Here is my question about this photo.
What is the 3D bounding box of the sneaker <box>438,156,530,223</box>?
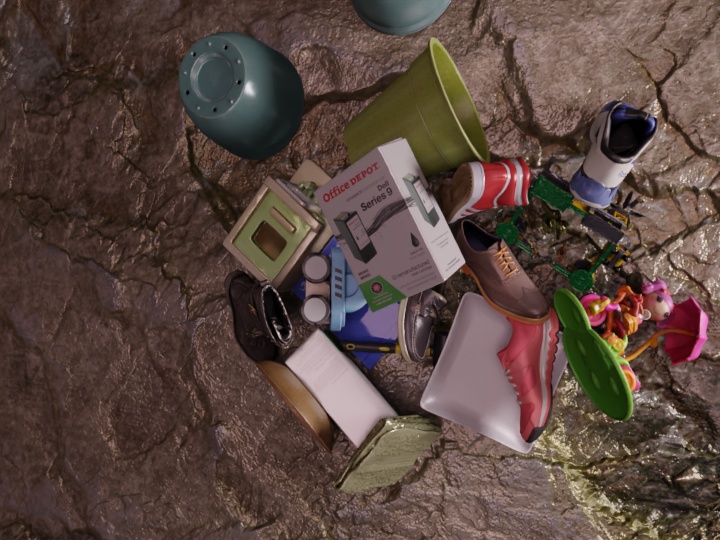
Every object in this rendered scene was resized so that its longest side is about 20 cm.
[{"bbox_3d":[0.186,-0.119,0.806,0.109,0.200,0.073,-7,87,-7],"label":"sneaker"}]

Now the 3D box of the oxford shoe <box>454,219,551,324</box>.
[{"bbox_3d":[0.211,0.001,0.812,0.070,0.074,0.200,-32,56,-19],"label":"oxford shoe"}]

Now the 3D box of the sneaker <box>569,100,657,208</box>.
[{"bbox_3d":[0.367,-0.188,0.738,0.079,0.116,0.201,28,56,9],"label":"sneaker"}]

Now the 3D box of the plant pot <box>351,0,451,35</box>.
[{"bbox_3d":[0.056,-0.505,0.843,0.194,0.134,0.207,0,92,15],"label":"plant pot"}]

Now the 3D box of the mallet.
[{"bbox_3d":[0.068,0.122,0.893,0.194,0.041,0.068,11,95,1],"label":"mallet"}]

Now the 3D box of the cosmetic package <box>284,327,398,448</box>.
[{"bbox_3d":[-0.029,0.202,0.899,0.085,0.108,0.200,-43,83,-4],"label":"cosmetic package"}]

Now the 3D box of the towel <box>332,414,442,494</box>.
[{"bbox_3d":[0.048,0.293,0.847,0.036,0.198,0.150,44,103,33],"label":"towel"}]

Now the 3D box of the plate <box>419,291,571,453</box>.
[{"bbox_3d":[0.218,0.163,0.857,0.195,0.032,0.205,23,94,0],"label":"plate"}]

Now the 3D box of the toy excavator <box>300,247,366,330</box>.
[{"bbox_3d":[0.000,0.000,0.881,0.194,0.100,0.201,2,83,-6],"label":"toy excavator"}]

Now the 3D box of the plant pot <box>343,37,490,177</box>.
[{"bbox_3d":[0.078,-0.219,0.836,0.187,0.199,0.205,-23,86,27],"label":"plant pot"}]

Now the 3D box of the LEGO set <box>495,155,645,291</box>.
[{"bbox_3d":[0.318,-0.079,0.821,0.197,0.116,0.157,28,128,16],"label":"LEGO set"}]

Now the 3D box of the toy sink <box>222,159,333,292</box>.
[{"bbox_3d":[-0.120,-0.082,0.917,0.130,0.112,0.201,41,101,9],"label":"toy sink"}]

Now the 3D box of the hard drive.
[{"bbox_3d":[-0.012,0.055,0.937,0.200,0.025,0.133,44,102,10],"label":"hard drive"}]

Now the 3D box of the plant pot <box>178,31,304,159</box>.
[{"bbox_3d":[-0.215,-0.307,0.910,0.195,0.161,0.207,0,92,15],"label":"plant pot"}]

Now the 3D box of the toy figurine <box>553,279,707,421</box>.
[{"bbox_3d":[0.404,0.083,0.773,0.180,0.150,0.204,-24,88,-5],"label":"toy figurine"}]

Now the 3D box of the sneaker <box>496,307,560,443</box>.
[{"bbox_3d":[0.249,0.155,0.815,0.084,0.074,0.206,7,86,10],"label":"sneaker"}]

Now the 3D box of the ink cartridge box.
[{"bbox_3d":[0.039,-0.064,0.773,0.144,0.084,0.204,-26,93,38],"label":"ink cartridge box"}]

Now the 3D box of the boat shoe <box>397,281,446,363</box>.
[{"bbox_3d":[0.107,0.047,0.852,0.063,0.072,0.205,-3,65,34],"label":"boat shoe"}]

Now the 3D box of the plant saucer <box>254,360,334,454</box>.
[{"bbox_3d":[-0.104,0.220,0.899,0.035,0.201,0.200,-40,80,-17],"label":"plant saucer"}]

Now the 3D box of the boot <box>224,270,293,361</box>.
[{"bbox_3d":[-0.161,0.096,0.887,0.068,0.173,0.204,-29,116,-25],"label":"boot"}]
